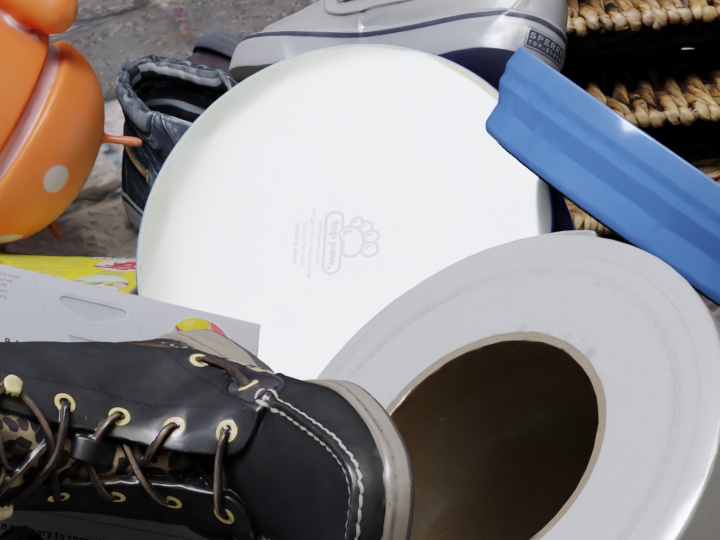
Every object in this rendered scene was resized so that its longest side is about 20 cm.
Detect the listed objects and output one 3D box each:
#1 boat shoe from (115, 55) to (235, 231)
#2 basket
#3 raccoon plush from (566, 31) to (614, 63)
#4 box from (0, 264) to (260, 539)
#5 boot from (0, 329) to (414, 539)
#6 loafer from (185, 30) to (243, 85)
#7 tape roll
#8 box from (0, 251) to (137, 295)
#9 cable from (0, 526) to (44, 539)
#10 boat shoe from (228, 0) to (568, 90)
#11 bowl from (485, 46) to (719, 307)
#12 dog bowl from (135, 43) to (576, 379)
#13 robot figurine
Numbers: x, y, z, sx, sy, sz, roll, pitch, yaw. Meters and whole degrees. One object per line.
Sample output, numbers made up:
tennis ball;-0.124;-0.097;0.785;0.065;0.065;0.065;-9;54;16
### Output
boat shoe;-0.056;-0.036;1.192;0.200;0.091;0.071;29;51;36
basket;0.152;-0.109;1.184;0.198;0.144;0.149;-3;21;0
raccoon plush;0.131;-0.169;1.338;0.199;0.097;0.134;-33;54;-29
box;-0.119;0.100;0.937;0.155;0.041;0.201;13;59;-22
boot;-0.084;0.065;0.841;0.150;0.074;0.200;1;15;-31
loafer;-0.035;-0.068;1.260;0.063;0.072;0.199;-47;45;-15
tape roll;0.077;0.106;0.901;0.202;0.139;0.204;-23;43;24
box;-0.164;0.030;1.119;0.116;0.049;0.200;3;17;14
cable;-0.098;0.190;0.849;0.162;0.202;0.051;-6;-7;-24
boat shoe;0.018;-0.120;1.147;0.199;0.072;0.066;-5;67;46
bowl;0.136;-0.020;0.969;0.040;0.200;0.200;-55;47;7
dog bowl;0.000;0.000;1.084;0.198;0.079;0.202;-6;66;13
robot figurine;-0.211;-0.090;1.177;0.145;0.199;0.116;-62;21;-11
